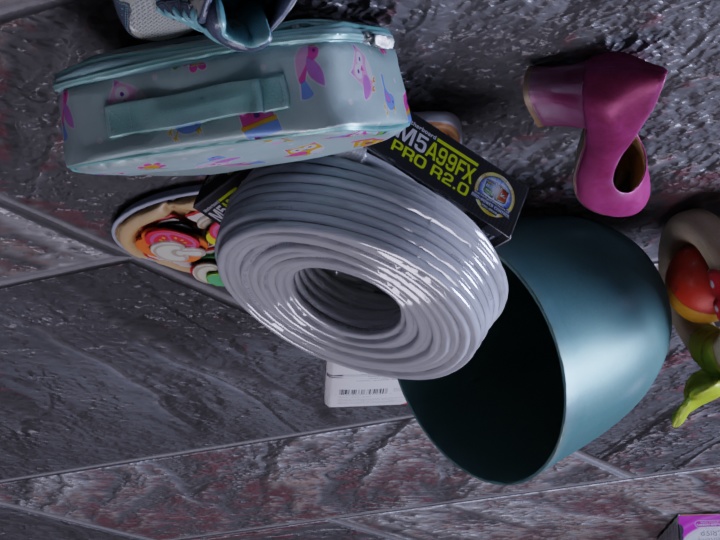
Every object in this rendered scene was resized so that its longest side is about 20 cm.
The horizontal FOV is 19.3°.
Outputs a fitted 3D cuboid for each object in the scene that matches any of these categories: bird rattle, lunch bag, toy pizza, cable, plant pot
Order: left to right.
[{"bbox_3d":[-0.074,-0.104,1.268,0.199,0.077,0.160,-9,178,19],"label":"lunch bag"},{"bbox_3d":[-0.095,-0.023,1.657,0.200,0.032,0.200,-2,163,-1],"label":"toy pizza"},{"bbox_3d":[0.000,0.000,1.420,0.200,0.069,0.200,26,151,-6],"label":"cable"},{"bbox_3d":[0.144,0.047,1.651,0.161,0.201,0.200,-20,176,-37],"label":"plant pot"},{"bbox_3d":[0.275,0.027,1.645,0.112,0.163,0.200,-23,147,-10],"label":"bird rattle"}]

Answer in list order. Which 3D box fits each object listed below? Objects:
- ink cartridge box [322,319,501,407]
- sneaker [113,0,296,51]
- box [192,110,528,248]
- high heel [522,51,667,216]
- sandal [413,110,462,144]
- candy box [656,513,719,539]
[{"bbox_3d":[0.040,0.055,1.836,0.146,0.083,0.200,-2,163,-3],"label":"ink cartridge box"},{"bbox_3d":[-0.081,-0.155,1.139,0.077,0.087,0.200,8,160,-30],"label":"sneaker"},{"bbox_3d":[-0.003,-0.050,1.459,0.160,0.044,0.200,32,150,-16],"label":"box"},{"bbox_3d":[0.186,-0.088,1.423,0.096,0.068,0.200,1,153,27],"label":"high heel"},{"bbox_3d":[0.039,-0.055,1.520,0.079,0.059,0.207,-3,163,3],"label":"sandal"},{"bbox_3d":[0.503,0.392,3.010,0.136,0.061,0.200,-1,163,-2],"label":"candy box"}]
